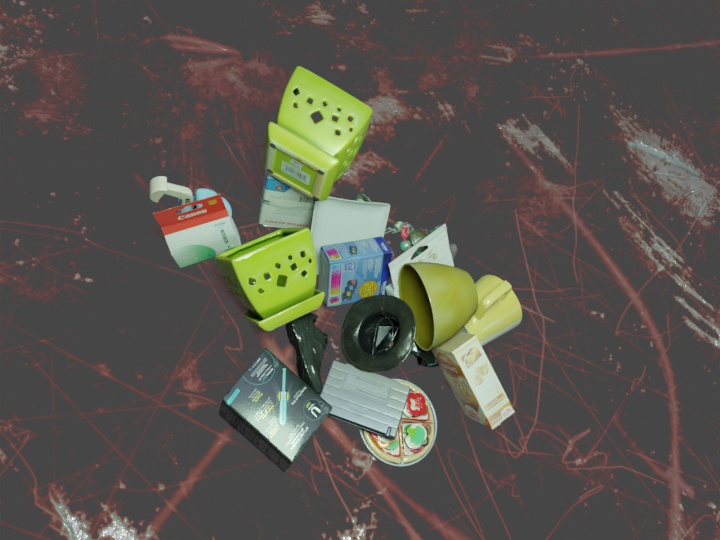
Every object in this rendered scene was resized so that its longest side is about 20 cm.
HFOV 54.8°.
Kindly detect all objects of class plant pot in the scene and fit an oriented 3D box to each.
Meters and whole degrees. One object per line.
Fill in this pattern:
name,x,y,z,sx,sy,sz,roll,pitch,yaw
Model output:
plant pot,0.189,0.068,1.608,0.138,0.201,0.205,-13,69,-15
plant pot,-0.108,-0.286,1.543,0.196,0.200,0.185,28,66,-1
plant pot,-0.200,0.021,1.592,0.196,0.198,0.186,-24,102,-20

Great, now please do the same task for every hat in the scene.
hat,0.053,0.156,1.663,0.195,0.081,0.207,-9,68,23

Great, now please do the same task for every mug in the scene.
mug,0.295,0.100,1.721,0.151,0.190,0.148,-32,40,-25

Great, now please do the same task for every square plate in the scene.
square plate,-0.037,-0.082,1.720,0.194,0.204,0.029,4,21,-21

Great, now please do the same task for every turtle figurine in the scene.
turtle figurine,0.154,-0.065,1.803,0.195,0.100,0.154,-9,82,-32

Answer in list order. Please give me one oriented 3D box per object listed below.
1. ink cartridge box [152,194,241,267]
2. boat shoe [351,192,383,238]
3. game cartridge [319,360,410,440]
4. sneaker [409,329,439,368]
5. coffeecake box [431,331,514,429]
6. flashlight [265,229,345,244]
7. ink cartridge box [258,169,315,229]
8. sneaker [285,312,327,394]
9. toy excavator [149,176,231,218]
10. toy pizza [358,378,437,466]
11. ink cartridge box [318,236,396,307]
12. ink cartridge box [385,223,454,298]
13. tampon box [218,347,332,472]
ink cartridge box,-0.366,-0.087,1.584,0.156,0.201,0.051,-17,69,-5
boat shoe,0.020,-0.104,1.802,0.074,0.061,0.204,-18,72,-23
game cartridge,0.007,0.296,1.606,0.195,0.039,0.132,18,57,10
sneaker,0.189,0.207,1.710,0.195,0.070,0.080,20,82,-12
coffeecake box,0.255,0.248,1.614,0.072,0.153,0.204,-30,99,-13
flashlight,-0.137,-0.067,1.742,0.195,0.069,0.068,-16,44,-18
ink cartridge box,-0.170,-0.193,1.710,0.141,0.201,0.087,5,61,-13
sneaker,-0.112,0.187,1.624,0.088,0.076,0.205,-8,69,-23
toy excavator,-0.394,-0.155,1.626,0.188,0.201,0.103,-2,65,-17
toy pizza,0.090,0.352,1.627,0.194,0.032,0.206,7,64,-13
ink cartridge box,0.000,0.000,1.697,0.195,0.140,0.077,-11,39,-21
ink cartridge box,0.146,0.001,1.730,0.198,0.180,0.044,-34,36,-25
tampon box,-0.187,0.306,1.515,0.199,0.127,0.150,40,62,4
